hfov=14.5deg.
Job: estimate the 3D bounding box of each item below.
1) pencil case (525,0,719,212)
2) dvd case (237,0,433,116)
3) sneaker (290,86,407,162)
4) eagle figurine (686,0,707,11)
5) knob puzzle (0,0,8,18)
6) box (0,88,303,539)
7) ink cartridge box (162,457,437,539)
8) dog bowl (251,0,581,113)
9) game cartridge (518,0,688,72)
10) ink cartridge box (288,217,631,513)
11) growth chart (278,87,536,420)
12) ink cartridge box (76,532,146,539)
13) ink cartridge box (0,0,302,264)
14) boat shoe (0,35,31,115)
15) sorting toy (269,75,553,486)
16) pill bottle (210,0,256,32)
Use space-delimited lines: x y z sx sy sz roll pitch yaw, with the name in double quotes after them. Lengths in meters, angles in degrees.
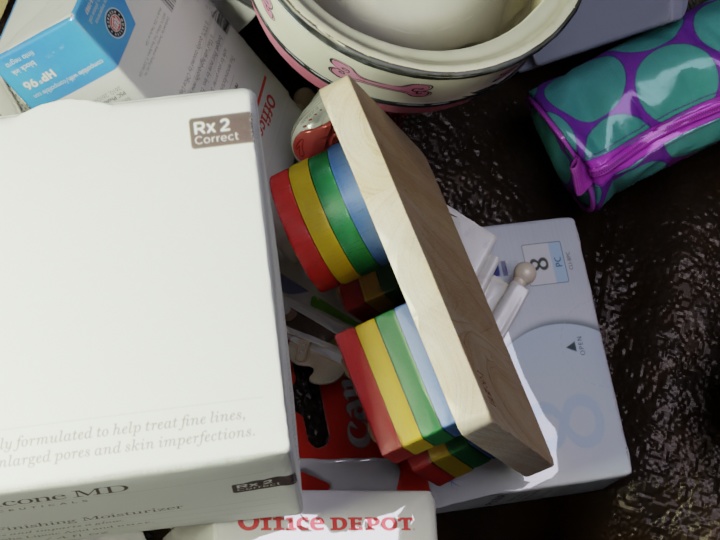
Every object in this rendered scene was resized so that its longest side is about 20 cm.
0.203 -0.111 1.716 0.199 0.093 0.085 -26 122 -3 "pencil case"
0.026 -0.197 1.638 0.148 0.016 0.200 31 58 6 "dvd case"
-0.005 -0.118 1.665 0.082 0.078 0.200 22 35 5 "sneaker"
0.227 -0.234 1.772 0.199 0.151 0.153 -7 86 -31 "eagle figurine"
-0.277 -0.211 1.640 0.219 0.030 0.221 13 61 -24 "knob puzzle"
-0.138 0.028 1.460 0.198 0.131 0.201 -7 71 -1 "box"
-0.032 0.205 1.549 0.128 0.125 0.201 3 72 -18 "ink cartridge box"
0.024 -0.175 1.574 0.199 0.074 0.201 6 60 -11 "dog bowl"
0.121 -0.232 1.711 0.040 0.133 0.201 -27 100 -57 "game cartridge"
0.048 0.059 1.662 0.199 0.047 0.161 -6 76 -21 "ink cartridge box"
0.000 0.000 1.652 0.200 0.018 0.145 37 73 11 "growth chart"
-0.187 0.095 1.563 0.115 0.068 0.201 -20 81 -21 "ink cartridge box"
-0.108 -0.093 1.598 0.200 0.068 0.116 49 35 -27 "ink cartridge box"
-0.158 -0.051 1.615 0.069 0.071 0.201 -28 83 -22 "boat shoe"
0.022 0.018 1.540 0.069 0.200 0.200 -24 75 8 "sorting toy"
-0.137 -0.222 1.644 0.200 0.112 0.113 34 66 -19 "pill bottle"
